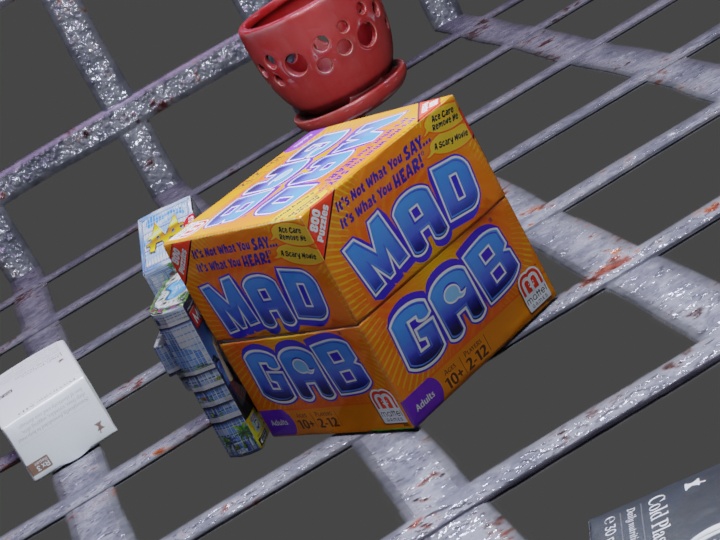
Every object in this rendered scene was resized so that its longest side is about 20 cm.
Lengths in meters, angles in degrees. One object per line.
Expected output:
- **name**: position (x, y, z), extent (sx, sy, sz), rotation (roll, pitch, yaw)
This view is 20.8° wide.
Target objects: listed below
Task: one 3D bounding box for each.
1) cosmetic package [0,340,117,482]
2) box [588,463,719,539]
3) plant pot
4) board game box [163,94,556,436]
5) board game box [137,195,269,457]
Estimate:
- **cosmetic package**: position (-0.323, 0.142, 2.037), extent (0.101, 0.074, 0.200), rotation (-33, 14, -9)
- **box**: position (0.218, 0.167, 0.895), extent (0.196, 0.124, 0.200), rotation (-24, 16, 11)
- **plant pot**: position (-0.044, -0.303, 2.730), extent (0.200, 0.183, 0.201), rotation (-27, 15, 8)
- **board game box**: position (0.000, 0.000, 1.663), extent (0.200, 0.201, 0.200), rotation (-40, 18, -35)
- **board game box**: position (-0.142, 0.046, 1.772), extent (0.061, 0.201, 0.200), rotation (-24, 16, 15)
